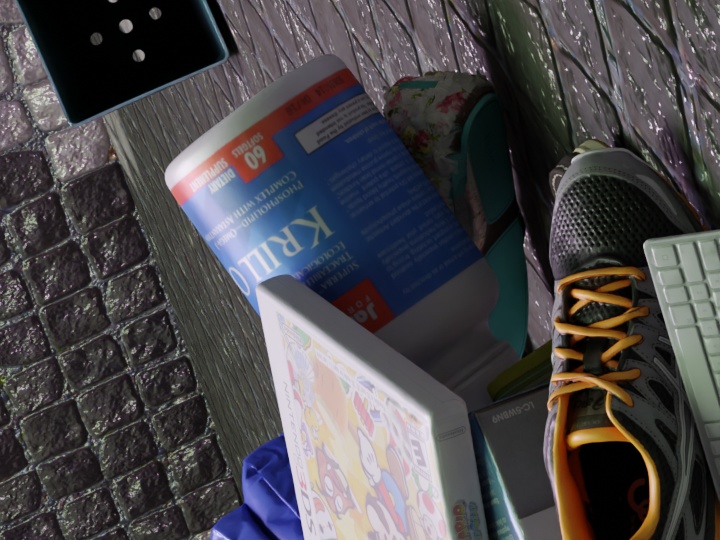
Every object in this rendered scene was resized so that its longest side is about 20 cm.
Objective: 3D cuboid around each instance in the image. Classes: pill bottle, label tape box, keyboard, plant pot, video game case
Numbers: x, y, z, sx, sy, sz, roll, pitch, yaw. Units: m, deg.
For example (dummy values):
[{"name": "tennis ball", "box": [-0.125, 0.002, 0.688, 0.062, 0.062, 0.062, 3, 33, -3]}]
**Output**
[{"name": "pill bottle", "box": [0.000, 0.000, 1.465, 0.200, 0.112, 0.112, 54, 171, 2]}, {"name": "label tape box", "box": [0.091, 0.160, 1.318, 0.200, 0.063, 0.144, 69, 161, 7]}, {"name": "keyboard", "box": [0.168, 0.068, 1.188, 0.011, 0.056, 0.200, -73, -32, -58]}, {"name": "plant pot", "box": [-0.198, -0.208, 2.409, 0.200, 0.141, 0.141, -145, 32, -88]}, {"name": "video game case", "box": [0.011, 0.113, 1.361, 0.200, 0.023, 0.182, 34, 138, 60]}]

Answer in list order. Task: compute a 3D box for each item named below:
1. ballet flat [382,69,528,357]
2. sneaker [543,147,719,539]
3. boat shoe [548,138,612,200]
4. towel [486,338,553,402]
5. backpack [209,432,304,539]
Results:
[{"name": "ballet flat", "box": [0.051, -0.028, 1.547, 0.064, 0.076, 0.200, 17, 134, 28]}, {"name": "sneaker", "box": [0.111, 0.046, 1.215, 0.077, 0.078, 0.200, 4, -105, -56]}, {"name": "boat shoe", "box": [0.127, 0.031, 1.287, 0.073, 0.065, 0.200, 82, 162, -63]}, {"name": "towel", "box": [0.139, 0.111, 1.372, 0.200, 0.086, 0.018, 61, -171, 28]}, {"name": "backpack", "box": [0.007, 0.197, 1.720, 0.163, 0.168, 0.200, 52, 167, 45]}]
